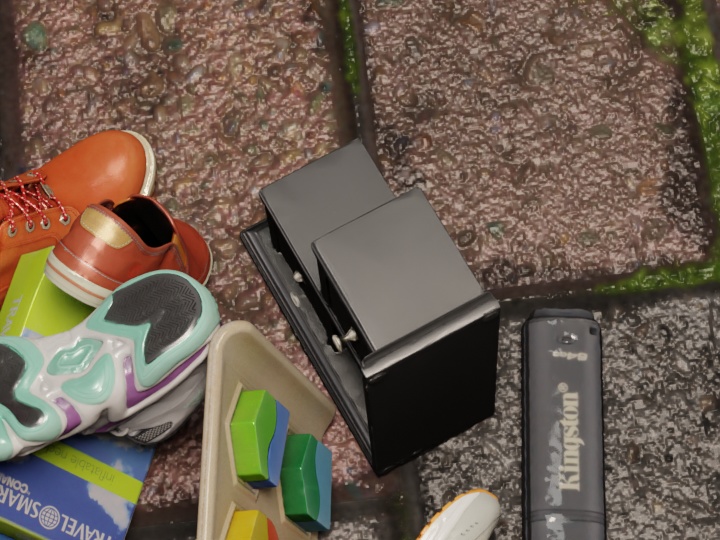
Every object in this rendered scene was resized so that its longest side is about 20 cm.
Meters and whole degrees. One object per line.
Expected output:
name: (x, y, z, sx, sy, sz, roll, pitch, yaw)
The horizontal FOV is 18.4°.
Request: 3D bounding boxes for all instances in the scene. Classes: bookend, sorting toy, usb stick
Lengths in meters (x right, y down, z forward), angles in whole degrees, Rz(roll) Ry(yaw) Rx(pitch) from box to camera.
bookend: (0.000, 0.000, 1.401, 0.092, 0.200, 0.199, -27, 70, -9)
sorting toy: (-0.054, 0.152, 1.351, 0.036, 0.185, 0.201, -1, 68, 19)
usb stick: (0.131, 0.121, 1.437, 0.055, 0.033, 0.201, 0, 68, 3)

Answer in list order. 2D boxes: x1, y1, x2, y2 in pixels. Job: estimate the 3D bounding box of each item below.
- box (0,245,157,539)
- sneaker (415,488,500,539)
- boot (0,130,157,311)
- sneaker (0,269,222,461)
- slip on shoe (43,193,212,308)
box: (-0.192, 0.100, 1.421, 0.122, 0.048, 0.201, 29, 67, -29)
sneaker: (0.046, 0.234, 1.382, 0.092, 0.076, 0.201, 30, 80, 5)
boot: (-0.218, -0.035, 1.476, 0.200, 0.107, 0.075, -42, 70, -16)
sneaker: (-0.166, 0.083, 1.363, 0.199, 0.140, 0.078, -21, 64, 3)
slip on shoe: (-0.138, -0.016, 1.421, 0.074, 0.200, 0.061, 33, 101, 12)
